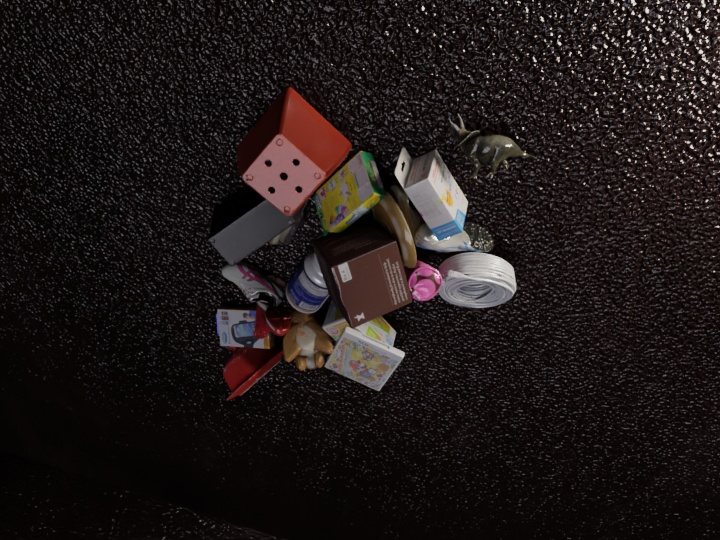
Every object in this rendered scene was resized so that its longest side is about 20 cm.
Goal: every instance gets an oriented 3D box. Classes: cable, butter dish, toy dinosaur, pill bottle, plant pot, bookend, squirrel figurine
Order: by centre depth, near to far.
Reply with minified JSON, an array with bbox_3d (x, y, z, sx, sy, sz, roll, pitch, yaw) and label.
[{"bbox_3d":[0.275,-0.251,1.305,0.196,0.078,0.103,13,142,10],"label":"toy dinosaur"},{"bbox_3d":[-0.157,-0.239,1.354,0.199,0.177,0.200,39,116,-19],"label":"plant pot"},{"bbox_3d":[0.073,-0.093,1.452,0.027,0.201,0.202,-25,131,-11],"label":"plant pot"},{"bbox_3d":[0.285,0.029,1.535,0.196,0.070,0.201,4,154,0],"label":"cable"},{"bbox_3d":[-0.268,-0.141,1.540,0.197,0.201,0.092,-33,120,10],"label":"bookend"},{"bbox_3d":[-0.115,0.018,1.663,0.115,0.117,0.200,30,134,-11],"label":"pill bottle"},{"bbox_3d":[-0.158,0.198,1.826,0.139,0.203,0.187,-18,158,-2],"label":"squirrel figurine"},{"bbox_3d":[-0.364,0.287,1.981,0.148,0.200,0.199,50,130,2],"label":"butter dish"}]

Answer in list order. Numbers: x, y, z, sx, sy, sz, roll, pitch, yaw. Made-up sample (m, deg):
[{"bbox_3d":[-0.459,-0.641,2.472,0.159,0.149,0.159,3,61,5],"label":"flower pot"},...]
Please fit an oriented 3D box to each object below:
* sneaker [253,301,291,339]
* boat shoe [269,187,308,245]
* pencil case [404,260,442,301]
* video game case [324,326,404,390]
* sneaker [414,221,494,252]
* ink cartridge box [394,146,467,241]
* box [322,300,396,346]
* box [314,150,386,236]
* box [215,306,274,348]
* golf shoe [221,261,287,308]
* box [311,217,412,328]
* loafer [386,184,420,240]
[{"bbox_3d":[-0.255,0.162,1.782,0.077,0.200,0.117,3,114,-23],"label":"sneaker"},{"bbox_3d":[-0.170,-0.142,1.567,0.064,0.073,0.201,12,127,-34],"label":"boat shoe"},{"bbox_3d":[0.137,0.026,1.526,0.093,0.200,0.091,-40,97,-3],"label":"pencil case"},{"bbox_3d":[0.008,0.254,1.752,0.180,0.023,0.201,24,137,-4],"label":"video game case"},{"bbox_3d":[0.224,-0.076,1.483,0.196,0.073,0.073,6,160,-11],"label":"sneaker"},{"bbox_3d":[0.161,-0.183,1.379,0.067,0.116,0.201,-19,124,32],"label":"ink cartridge box"},{"bbox_3d":[-0.001,0.170,1.769,0.100,0.114,0.200,-21,125,35],"label":"box"},{"bbox_3d":[-0.032,-0.173,1.453,0.048,0.119,0.199,5,151,-45],"label":"box"},{"bbox_3d":[-0.366,0.175,1.914,0.196,0.041,0.121,0,101,16],"label":"box"},{"bbox_3d":[-0.310,0.040,1.767,0.197,0.093,0.073,22,137,-1],"label":"golf shoe"},{"bbox_3d":[0.000,0.000,1.480,0.162,0.200,0.168,-22,116,-10],"label":"box"},{"bbox_3d":[0.106,-0.131,1.475,0.067,0.076,0.201,-22,143,-9],"label":"loafer"}]
